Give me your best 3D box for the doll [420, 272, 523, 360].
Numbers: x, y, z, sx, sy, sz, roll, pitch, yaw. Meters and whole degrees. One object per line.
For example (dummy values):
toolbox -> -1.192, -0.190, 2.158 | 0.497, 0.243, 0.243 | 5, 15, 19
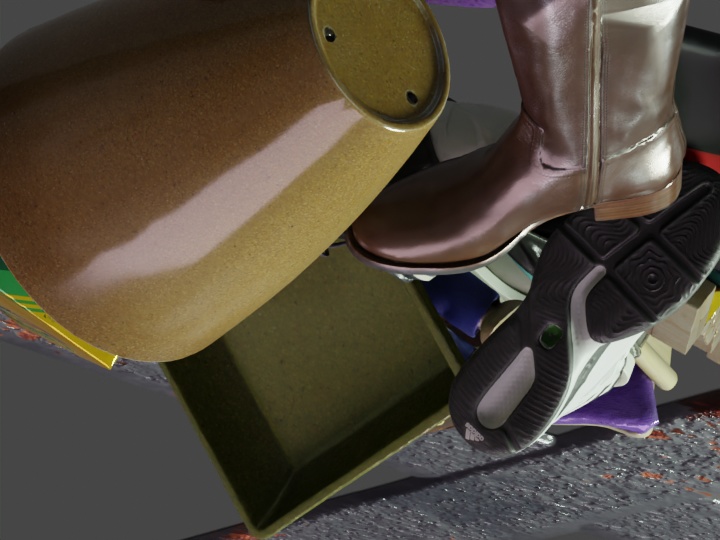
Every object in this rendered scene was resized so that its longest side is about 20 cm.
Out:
doll -> 0.000, 0.000, 1.512 | 0.200, 0.048, 0.137 | 35, 126, 19

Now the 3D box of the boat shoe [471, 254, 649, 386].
boat shoe -> 0.090, -0.004, 1.546 | 0.202, 0.060, 0.072 | 32, 160, -4

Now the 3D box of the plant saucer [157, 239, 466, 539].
plant saucer -> -0.033, 0.029, 1.482 | 0.200, 0.200, 0.048 | -37, 168, 37

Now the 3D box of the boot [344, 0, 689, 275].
boot -> 0.073, -0.086, 1.221 | 0.186, 0.064, 0.200 | -16, 148, -3

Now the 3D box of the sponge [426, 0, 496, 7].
sponge -> -0.005, -0.167, 1.210 | 0.200, 0.030, 0.112 | 4, 160, 11

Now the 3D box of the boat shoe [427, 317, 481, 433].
boat shoe -> 0.035, 0.077, 1.587 | 0.070, 0.070, 0.200 | 47, 144, -19

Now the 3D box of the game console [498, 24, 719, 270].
game console -> 0.181, -0.066, 1.338 | 0.200, 0.031, 0.177 | 11, 142, -20

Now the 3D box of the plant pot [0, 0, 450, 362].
plant pot -> -0.058, -0.073, 1.222 | 0.186, 0.187, 0.200 | 25, 145, -36

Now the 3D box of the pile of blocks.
pile of blocks -> 0.197, 0.003, 1.494 | 0.062, 0.082, 0.200 | 30, -175, 16

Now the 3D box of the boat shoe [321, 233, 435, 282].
boat shoe -> -0.032, -0.040, 1.383 | 0.200, 0.062, 0.075 | 35, -174, 33

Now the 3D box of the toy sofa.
toy sofa -> 0.102, 0.049, 1.644 | 0.200, 0.098, 0.083 | 1, 159, 25

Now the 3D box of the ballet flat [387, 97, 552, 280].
ballet flat -> 0.078, -0.056, 1.420 | 0.068, 0.068, 0.200 | -28, 135, 36

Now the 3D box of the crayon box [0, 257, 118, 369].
crayon box -> -0.230, -0.021, 1.505 | 0.172, 0.058, 0.200 | 39, 171, -21

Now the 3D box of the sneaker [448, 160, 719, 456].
sneaker -> 0.134, 0.013, 1.379 | 0.076, 0.201, 0.115 | 46, -161, 9
